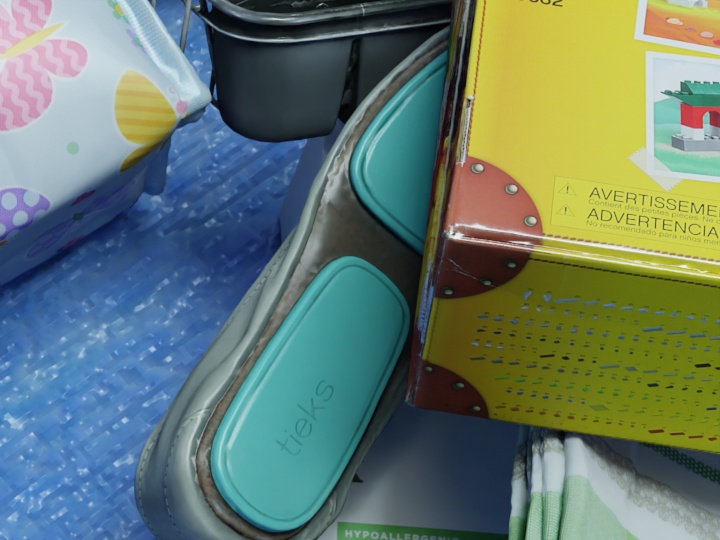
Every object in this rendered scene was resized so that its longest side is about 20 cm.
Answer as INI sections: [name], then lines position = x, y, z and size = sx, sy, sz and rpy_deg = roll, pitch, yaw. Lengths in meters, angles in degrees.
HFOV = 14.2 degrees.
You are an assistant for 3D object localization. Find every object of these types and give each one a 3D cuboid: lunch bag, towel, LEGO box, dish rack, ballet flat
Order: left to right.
[lunch bag]
position = -0.170, -0.079, 0.876
size = 0.169, 0.127, 0.200
rpy_deg = -32, 86, -19
[dish rack]
position = -0.013, -0.104, 0.928
size = 0.153, 0.055, 0.200
rpy_deg = -10, 31, -26
[ballet flat]
position = 0.000, 0.000, 0.831
size = 0.067, 0.064, 0.200
rpy_deg = 43, 65, -14
[towel]
position = 0.111, 0.058, 0.795
size = 0.149, 0.031, 0.200
rpy_deg = 26, 28, -9
[LEGO box]
position = 0.120, -0.030, 0.760
size = 0.199, 0.077, 0.149
rpy_deg = 9, 52, 0

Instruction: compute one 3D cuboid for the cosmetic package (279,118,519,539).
[cosmetic package]
position = 0.029, 0.055, 0.892
size = 0.107, 0.085, 0.201
rpy_deg = 4, 63, -9
